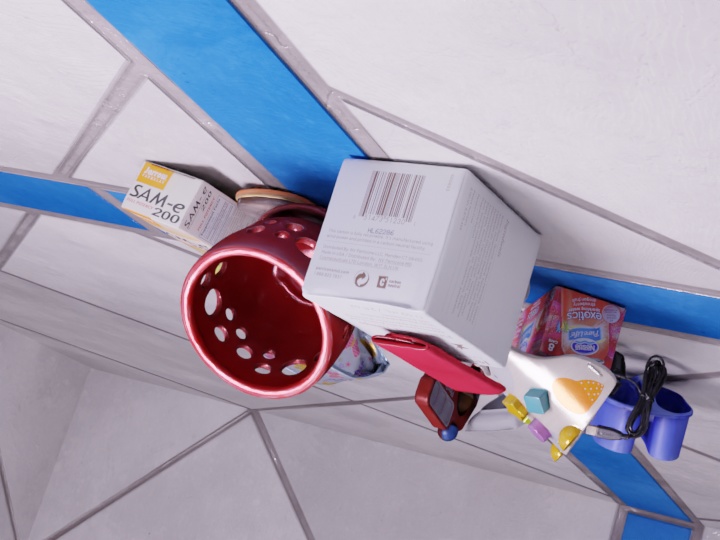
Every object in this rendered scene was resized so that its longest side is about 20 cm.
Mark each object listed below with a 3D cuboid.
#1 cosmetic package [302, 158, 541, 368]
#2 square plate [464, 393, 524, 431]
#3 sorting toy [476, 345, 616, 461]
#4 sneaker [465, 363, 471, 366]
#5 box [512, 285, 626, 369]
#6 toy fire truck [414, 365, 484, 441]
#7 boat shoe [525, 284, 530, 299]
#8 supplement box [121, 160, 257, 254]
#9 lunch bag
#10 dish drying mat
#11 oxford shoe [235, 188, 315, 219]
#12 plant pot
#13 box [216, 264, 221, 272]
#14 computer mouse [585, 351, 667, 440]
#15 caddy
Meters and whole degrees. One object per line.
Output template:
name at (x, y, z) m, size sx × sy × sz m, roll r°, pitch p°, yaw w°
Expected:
cosmetic package at (0.073, -0.007, 1.427) m, size 0.167 × 0.167 × 0.200 m, roll 7°, pitch 164°, yaw 36°
square plate at (0.275, 0.195, 2.017) m, size 0.028 × 0.200 × 0.198 m, roll 62°, pitch 161°, yaw -2°
sorting toy at (0.220, 0.148, 1.654) m, size 0.180 × 0.107 × 0.200 m, roll 36°, pitch 168°, yaw 13°
sneaker at (0.075, 0.070, 1.637) m, size 0.200 × 0.081 × 0.075 m, roll 23°, pitch -178°, yaw 42°
box at (0.273, 0.096, 1.728) m, size 0.100 × 0.096 × 0.200 m, roll 19°, pitch 166°, yaw -3°
toy fire truck at (0.145, 0.175, 2.018) m, size 0.112 × 0.168 × 0.200 m, roll 11°, pitch 155°, yaw 26°
boat shoe at (0.116, 0.006, 1.635) m, size 0.200 × 0.074 × 0.060 m, roll 12°, pitch 163°, yaw -11°
supplement box at (-0.203, -0.063, 1.714) m, size 0.126 × 0.074 × 0.200 m, roll 20°, pitch 171°, yaw 41°
lunch bag at (-0.065, 0.125, 2.217) m, size 0.200 × 0.127 × 0.170 m, roll 33°, pitch 160°, yaw -18°
dish drying mat at (0.093, 0.108, 1.470) m, size 0.077 × 0.018 × 0.200 m, roll 7°, pitch 164°, yaw 35°
oxford shoe at (-0.073, -0.048, 1.638) m, size 0.200 × 0.073 × 0.071 m, roll 20°, pitch 167°, yaw 5°
plant pot at (-0.088, 0.029, 1.542) m, size 0.200 × 0.201 × 0.182 m, roll 12°, pitch -153°, yaw 22°
box at (-0.159, 0.008, 1.979) m, size 0.050 × 0.075 × 0.200 m, roll 10°, pitch 166°, yaw 38°
computer mouse at (0.330, 0.169, 1.840) m, size 0.200 × 0.141 × 0.046 m, roll 17°, pitch 162°, yaw 5°
caddy at (0.422, 0.210, 1.934) m, size 0.141 × 0.105 × 0.200 m, roll 11°, pitch -171°, yaw 0°
